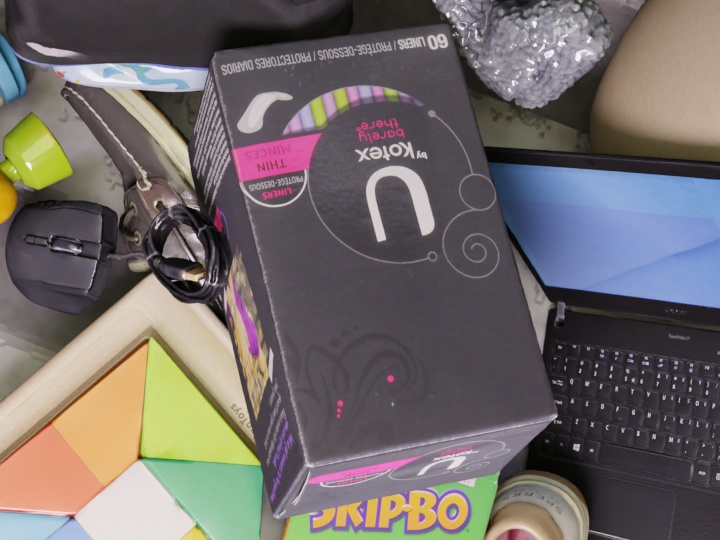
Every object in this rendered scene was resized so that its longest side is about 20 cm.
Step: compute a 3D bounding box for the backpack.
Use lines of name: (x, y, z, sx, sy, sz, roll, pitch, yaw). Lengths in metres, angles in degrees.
backpack: (-0.092, -0.192, 0.941, 0.182, 0.147, 0.201, 0, 62, -2)

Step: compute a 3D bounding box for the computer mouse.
computer mouse: (-0.128, -0.009, 0.937, 0.034, 0.200, 0.059, 18, 80, -36)

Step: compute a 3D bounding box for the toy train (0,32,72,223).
toy train: (-0.195, -0.035, 0.955, 0.115, 0.085, 0.200, -31, 60, -13)

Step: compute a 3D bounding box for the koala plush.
koala plush: (0.116, -0.213, 0.884, 0.200, 0.178, 0.184, -23, 118, 37)

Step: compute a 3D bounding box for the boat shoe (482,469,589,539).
boat shoe: (0.071, 0.204, 0.967, 0.074, 0.066, 0.201, 8, 104, 17)

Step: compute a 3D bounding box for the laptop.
laptop: (0.128, 0.049, 0.925, 0.103, 0.177, 0.201, 9, 89, -44)

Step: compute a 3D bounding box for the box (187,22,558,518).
box: (0.000, 0.000, 0.891, 0.122, 0.106, 0.201, -10, 73, -15)

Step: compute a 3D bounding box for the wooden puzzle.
wooden puzzle: (-0.112, 0.128, 0.937, 0.200, 0.037, 0.185, -41, 86, -5)

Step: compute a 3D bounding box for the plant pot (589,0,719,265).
plant pot: (0.195, -0.072, 0.945, 0.134, 0.200, 0.201, -23, 89, 34)

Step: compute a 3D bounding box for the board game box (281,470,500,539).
board game box: (0.000, 0.168, 0.910, 0.095, 0.030, 0.201, 18, 76, -5)

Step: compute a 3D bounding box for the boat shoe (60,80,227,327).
boat shoe: (-0.094, -0.021, 0.987, 0.066, 0.072, 0.201, -41, 94, -5)
